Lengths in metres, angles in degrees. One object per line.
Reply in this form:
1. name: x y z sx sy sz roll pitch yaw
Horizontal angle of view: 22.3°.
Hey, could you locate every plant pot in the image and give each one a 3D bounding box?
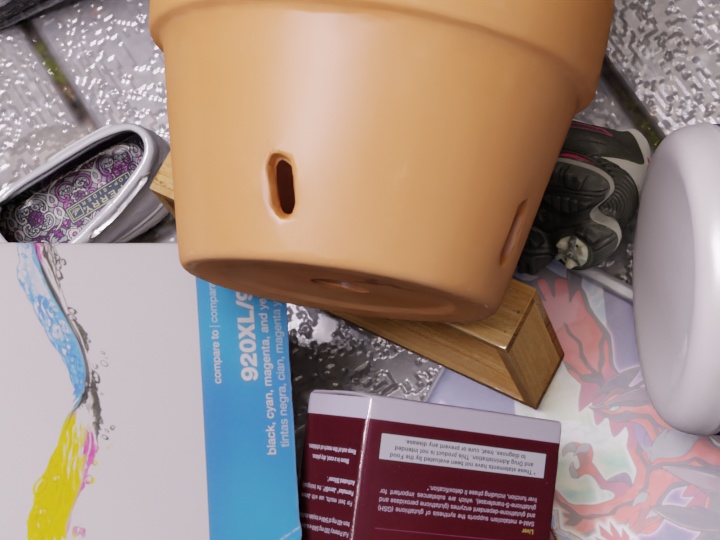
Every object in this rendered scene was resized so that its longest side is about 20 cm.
1. plant pot: -0.001 -0.059 0.781 0.199 0.200 0.141 8 81 10

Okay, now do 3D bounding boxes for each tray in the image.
1. tray: 0.000 0.000 0.905 0.199 0.099 0.037 25 78 22

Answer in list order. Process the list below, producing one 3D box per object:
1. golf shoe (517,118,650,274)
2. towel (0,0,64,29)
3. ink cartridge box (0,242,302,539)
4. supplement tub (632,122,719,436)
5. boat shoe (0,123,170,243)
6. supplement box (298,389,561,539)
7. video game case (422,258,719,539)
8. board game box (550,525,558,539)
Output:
1. golf shoe: 0.052 -0.051 0.948 0.199 0.077 0.088 13 36 26
2. towel: -0.166 -0.236 0.993 0.199 0.086 0.166 -20 82 21
3. ink cartridge box: -0.144 0.073 0.865 0.199 0.147 0.145 0 75 -16
4. supplement tub: 0.238 0.004 0.854 0.199 0.145 0.146 1 76 -5
5. boat shoe: -0.183 -0.010 0.963 0.199 0.069 0.072 -29 74 0
6. supplement box: 0.023 0.161 0.832 0.108 0.061 0.201 11 83 -29
7. video game case: 0.123 0.103 0.917 0.199 0.023 0.183 28 81 14
8. board game box: 0.016 0.194 0.896 0.199 0.019 0.103 -26 80 7
